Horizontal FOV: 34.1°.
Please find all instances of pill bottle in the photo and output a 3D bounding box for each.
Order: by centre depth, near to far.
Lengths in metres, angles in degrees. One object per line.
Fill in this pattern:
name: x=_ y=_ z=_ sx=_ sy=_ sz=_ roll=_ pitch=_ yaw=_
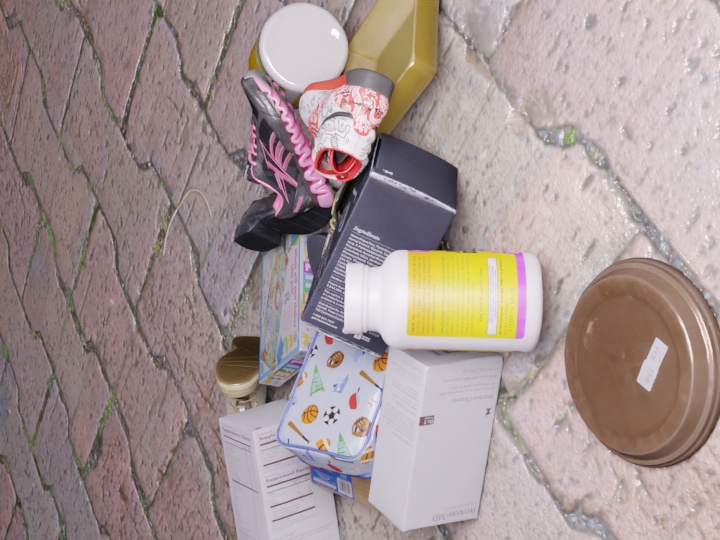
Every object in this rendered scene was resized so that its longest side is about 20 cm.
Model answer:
pill bottle: x=0.084 y=0.031 z=1.216 sx=0.104 sy=0.199 sz=0.105 roll=1 pitch=-90 yaw=-90
pill bottle: x=-0.087 y=-0.271 z=1.527 sx=0.200 sy=0.112 sz=0.113 roll=171 pitch=95 yaw=-79

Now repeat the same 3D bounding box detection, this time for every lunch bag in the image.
lunch bag: x=-0.011 y=0.143 z=1.420 sx=0.160 sy=0.076 sz=0.200 roll=5 pitch=63 yaw=40

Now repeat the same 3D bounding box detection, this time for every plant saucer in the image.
plant saucer: x=0.261 y=0.088 z=1.116 sx=0.200 sy=0.029 sz=0.201 roll=5 pitch=96 yaw=57
plant saucer: x=0.037 y=-0.245 z=1.376 sx=0.200 sy=0.048 sz=0.200 roll=-48 pitch=30 yaw=49

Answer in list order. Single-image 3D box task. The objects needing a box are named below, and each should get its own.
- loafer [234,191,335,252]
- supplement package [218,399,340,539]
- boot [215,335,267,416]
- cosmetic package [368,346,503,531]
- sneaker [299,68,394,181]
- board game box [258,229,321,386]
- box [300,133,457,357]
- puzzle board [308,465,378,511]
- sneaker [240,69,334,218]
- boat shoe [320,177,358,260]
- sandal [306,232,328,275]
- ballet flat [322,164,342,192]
loafer: x=-0.102 y=-0.086 z=1.587 sx=0.200 sy=0.073 sz=0.073 roll=-17 pitch=56 yaw=46
supplement package: x=-0.112 y=0.294 z=1.625 sx=0.114 sy=0.109 sz=0.201 roll=8 pitch=108 yaw=57
boot: x=-0.171 y=0.193 z=1.720 sx=0.200 sy=0.072 sz=0.155 roll=-85 pitch=-2 yaw=-77
cosmetic package: x=0.084 y=0.183 z=1.329 sx=0.081 sy=0.113 sz=0.201 roll=27 pitch=116 yaw=55
sneaker: x=-0.035 y=-0.153 z=1.313 sx=0.201 sy=0.067 sz=0.108 roll=-8 pitch=60 yaw=66
board game box: x=-0.097 y=0.044 z=1.628 sx=0.134 sy=0.034 sz=0.201 roll=-40 pitch=44 yaw=52
box: x=0.023 y=-0.031 z=1.328 sx=0.148 sy=0.104 sz=0.200 roll=-77 pitch=12 yaw=-65
puzzle board: x=0.000 y=0.231 z=1.494 sx=0.200 sy=0.017 sz=0.151 roll=13 pitch=119 yaw=43
sneaker: x=-0.109 y=-0.147 z=1.438 sx=0.079 sy=0.095 sz=0.200 roll=-101 pitch=-15 yaw=-63
boat shoe: x=-0.007 y=-0.067 z=1.449 sx=0.072 sy=0.060 sz=0.202 roll=34 pitch=106 yaw=33
sandal: x=0.000 y=0.001 z=1.520 sx=0.200 sy=0.043 sz=0.076 roll=23 pitch=119 yaw=45
ballet flat: x=-0.043 y=-0.131 z=1.543 sx=0.200 sy=0.067 sz=0.068 roll=3 pitch=95 yaw=58
